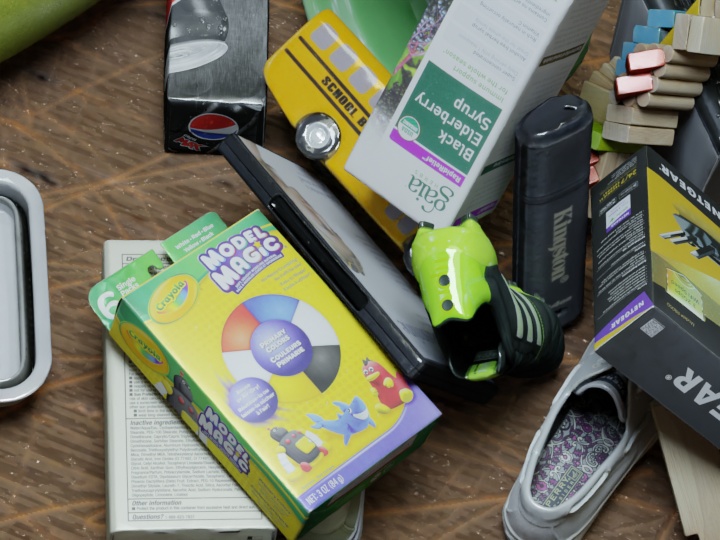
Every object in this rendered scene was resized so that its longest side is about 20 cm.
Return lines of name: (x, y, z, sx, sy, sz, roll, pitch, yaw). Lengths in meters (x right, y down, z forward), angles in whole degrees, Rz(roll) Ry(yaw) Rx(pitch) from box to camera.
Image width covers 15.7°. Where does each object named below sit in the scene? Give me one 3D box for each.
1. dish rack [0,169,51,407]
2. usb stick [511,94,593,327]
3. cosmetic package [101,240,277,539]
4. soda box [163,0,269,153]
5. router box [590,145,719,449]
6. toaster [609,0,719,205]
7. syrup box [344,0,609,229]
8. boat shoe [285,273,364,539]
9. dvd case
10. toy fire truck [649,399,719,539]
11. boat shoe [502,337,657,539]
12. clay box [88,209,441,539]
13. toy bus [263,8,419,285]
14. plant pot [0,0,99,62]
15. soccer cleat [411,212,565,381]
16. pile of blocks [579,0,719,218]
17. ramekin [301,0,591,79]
dish rack: (-0.296, 0.019, 1.637, 0.199, 0.044, 0.173, -2, 58, -8)
usb stick: (0.119, -0.031, 1.625, 0.055, 0.201, 0.033, -32, 56, -22)
cosmetic package: (-0.108, 0.084, 1.603, 0.103, 0.073, 0.201, 1, 58, -7)
soda box: (-0.097, -0.178, 1.769, 0.070, 0.063, 0.201, 3, 58, -5)
router box: (0.227, 0.039, 1.600, 0.200, 0.052, 0.158, 37, 33, -24)
toaster: (0.275, -0.147, 1.763, 0.180, 0.119, 0.201, -14, 62, -16)
syrup box: (0.077, -0.126, 1.577, 0.079, 0.201, 0.081, 36, 25, 15)
boat shoe: (-0.019, 0.083, 1.620, 0.071, 0.062, 0.201, 0, 58, -7)
dvd case: (0.000, 0.000, 1.637, 0.018, 0.143, 0.200, -43, 69, 9)
toy fire truck: (0.175, 0.186, 1.562, 0.175, 0.129, 0.201, -1, 43, -11)
boat shoe: (0.150, 0.088, 1.634, 0.072, 0.069, 0.200, 34, 61, 14)
clay box: (-0.060, 0.051, 1.559, 0.115, 0.048, 0.200, -34, 75, -32)
toy bus: (0.020, -0.069, 1.693, 0.078, 0.065, 0.200, -42, 76, 0)
plant pot: (-0.219, -0.234, 1.710, 0.199, 0.187, 0.188, -20, 63, -15)
soccer cleat: (0.077, 0.038, 1.593, 0.067, 0.200, 0.082, -12, 63, 18)
pile of blocks: (0.171, -0.118, 1.682, 0.062, 0.200, 0.082, 1, 43, -43)
ramekin: (0.060, -0.182, 1.717, 0.097, 0.200, 0.200, -33, 68, -32)
